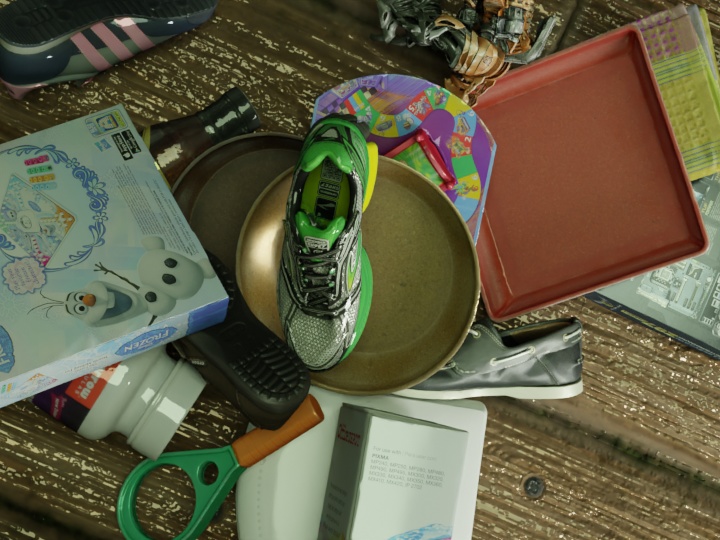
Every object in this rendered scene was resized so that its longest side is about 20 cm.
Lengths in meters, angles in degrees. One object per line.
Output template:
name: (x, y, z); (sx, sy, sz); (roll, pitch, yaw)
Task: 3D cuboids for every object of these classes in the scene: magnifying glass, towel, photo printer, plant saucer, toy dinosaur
magnifying glass: (-0.115, 0.161, 1.436); (0.199, 0.022, 0.080); (-32, 66, 14)
towel: (0.218, -0.130, 1.512); (0.199, 0.023, 0.145); (-19, 84, 20)
photo printer: (-0.003, 0.177, 1.470); (0.199, 0.069, 0.168); (9, 83, -7)
plant saucer: (0.000, 0.000, 1.418); (0.199, 0.035, 0.202); (3, 106, 12)
plant saucer: (-0.067, -0.018, 1.463); (0.199, 0.034, 0.202); (3, 106, 12)
toy dinosaur: (0.085, -0.199, 1.482); (0.135, 0.102, 0.200); (33, 81, 20)
plant saucer: (0.176, -0.080, 1.498); (0.199, 0.037, 0.201); (-19, 83, 19)

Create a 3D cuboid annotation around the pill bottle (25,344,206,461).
pill bottle: (-0.226, 0.066, 1.428); (0.199, 0.111, 0.112); (33, 81, -3)

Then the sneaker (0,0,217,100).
sneaker: (-0.215, -0.199, 1.487); (0.199, 0.082, 0.070); (-16, 55, -27)

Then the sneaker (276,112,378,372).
sneaker: (-0.034, -0.016, 1.357); (0.077, 0.085, 0.201); (6, 108, 11)

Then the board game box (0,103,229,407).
board game box: (-0.234, -0.015, 1.364); (0.198, 0.043, 0.201); (-20, 63, -22)

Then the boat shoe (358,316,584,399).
boat shoe: (0.092, 0.070, 1.486); (0.198, 0.072, 0.068); (-1, 108, -12)

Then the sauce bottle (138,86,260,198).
sauce bottle: (-0.175, -0.083, 1.476); (0.199, 0.066, 0.066); (-34, 90, -12)

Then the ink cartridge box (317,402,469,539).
ink cartridge box: (0.016, 0.209, 1.361); (0.082, 0.146, 0.201); (11, 87, -8)

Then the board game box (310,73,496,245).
board game box: (0.025, -0.060, 1.474); (0.157, 0.039, 0.201); (12, 104, 3)

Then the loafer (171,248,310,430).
loafer: (-0.119, 0.057, 1.410); (0.073, 0.071, 0.200); (-22, 55, -29)

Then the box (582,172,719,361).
box: (0.303, -0.037, 1.543); (0.157, 0.051, 0.201); (24, 82, -5)
